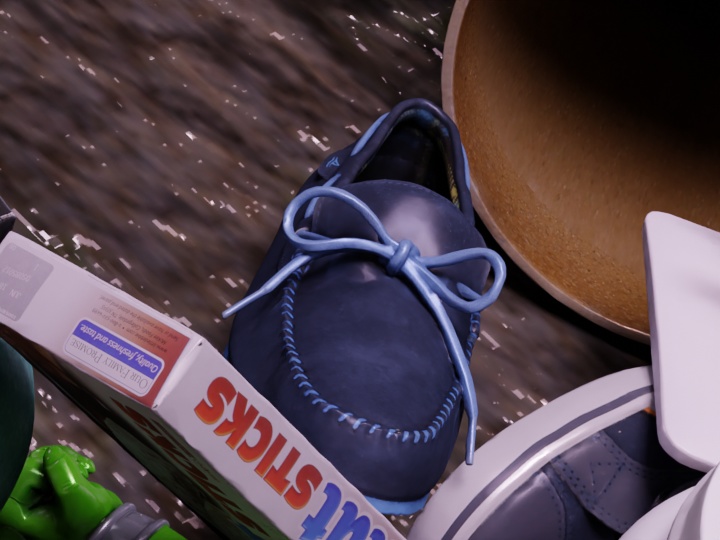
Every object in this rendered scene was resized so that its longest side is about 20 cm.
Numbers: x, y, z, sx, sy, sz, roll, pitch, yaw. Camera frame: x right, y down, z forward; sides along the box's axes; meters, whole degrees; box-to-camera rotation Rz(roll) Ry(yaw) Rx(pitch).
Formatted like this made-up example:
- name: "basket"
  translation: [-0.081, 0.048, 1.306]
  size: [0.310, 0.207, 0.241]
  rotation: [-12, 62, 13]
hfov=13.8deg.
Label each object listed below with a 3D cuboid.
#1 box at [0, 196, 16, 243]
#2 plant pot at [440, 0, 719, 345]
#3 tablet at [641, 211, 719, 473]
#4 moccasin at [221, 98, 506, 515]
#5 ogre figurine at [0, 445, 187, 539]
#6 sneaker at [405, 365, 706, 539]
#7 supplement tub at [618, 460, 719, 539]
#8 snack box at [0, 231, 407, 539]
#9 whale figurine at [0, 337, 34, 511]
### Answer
- name: "box"
  translation: [-0.235, -0.044, 0.881]
  size: [0.193, 0.048, 0.200]
  rotation: [-21, 60, -40]
- name: "plant pot"
  translation: [0.134, -0.099, 1.031]
  size: [0.186, 0.187, 0.200]
  rotation: [24, 30, -2]
- name: "tablet"
  translation: [0.181, 0.046, 0.913]
  size: [0.199, 0.014, 0.130]
  rotation: [19, 32, -10]
- name: "moccasin"
  translation: [0.000, 0.000, 0.890]
  size: [0.080, 0.068, 0.200]
  rotation: [22, 23, -13]
- name: "ogre figurine"
  translation: [-0.054, 0.116, 0.769]
  size: [0.119, 0.098, 0.200]
  rotation: [27, -1, -6]
- name: "sneaker"
  translation: [0.106, 0.074, 0.904]
  size: [0.199, 0.079, 0.079]
  rotation: [-16, 51, -37]
- name: "supplement tub"
  translation: [0.102, 0.142, 0.748]
  size: [0.144, 0.200, 0.145]
  rotation: [13, 45, -13]
- name: "snack box"
  translation: [-0.024, 0.059, 0.770]
  size: [0.072, 0.200, 0.024]
  rotation: [26, 75, 38]
- name: "whale figurine"
  translation: [-0.145, 0.074, 0.760]
  size: [0.104, 0.159, 0.201]
  rotation: [29, 58, -43]
